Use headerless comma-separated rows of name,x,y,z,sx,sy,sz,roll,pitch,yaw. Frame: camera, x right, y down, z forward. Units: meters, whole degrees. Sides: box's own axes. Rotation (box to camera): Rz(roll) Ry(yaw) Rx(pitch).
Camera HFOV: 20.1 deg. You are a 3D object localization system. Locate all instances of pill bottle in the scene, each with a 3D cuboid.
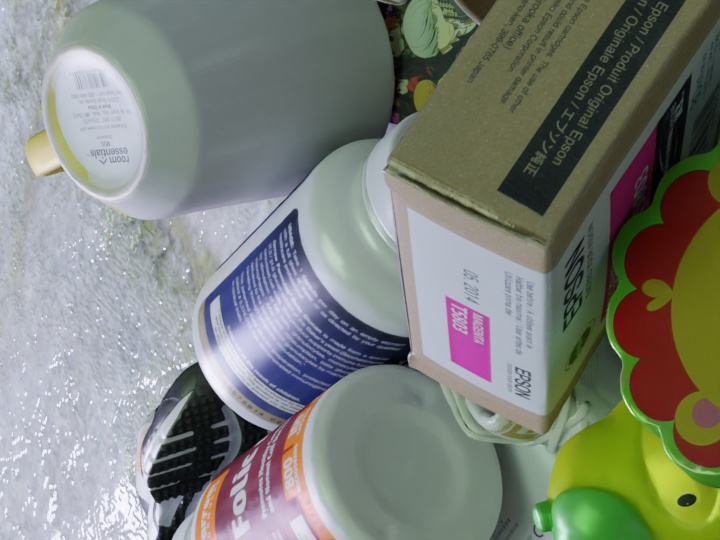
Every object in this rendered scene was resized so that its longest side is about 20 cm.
pill bottle,0.000,0.000,1.079,0.200,0.111,0.112,-43,63,48
pill bottle,-0.022,0.138,1.092,0.200,0.114,0.115,-40,64,50

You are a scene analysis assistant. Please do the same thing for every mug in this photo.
mug,-0.092,-0.085,1.092,0.149,0.153,0.187,46,133,19

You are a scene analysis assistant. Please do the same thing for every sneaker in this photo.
sneaker,0.107,0.084,0.980,0.200,0.115,0.074,53,127,28
sneaker,-0.106,0.101,1.215,0.200,0.073,0.080,111,144,-55

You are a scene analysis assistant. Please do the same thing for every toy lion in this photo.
toy lion,0.193,-0.007,0.767,0.191,0.069,0.201,11,78,26

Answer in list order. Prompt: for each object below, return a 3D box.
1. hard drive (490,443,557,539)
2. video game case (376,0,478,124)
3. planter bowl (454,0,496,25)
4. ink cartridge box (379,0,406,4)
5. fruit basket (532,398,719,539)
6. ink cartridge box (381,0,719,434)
hard drive,0.109,0.181,1.051,0.200,0.027,0.132,53,129,31
video game case,0.065,-0.167,1.061,0.181,0.036,0.201,20,108,46
planter bowl,0.140,-0.185,0.883,0.200,0.200,0.135,-15,55,47
ink cartridge box,0.038,-0.240,0.940,0.043,0.198,0.201,17,110,-1
fruit basket,0.178,0.070,0.837,0.155,0.215,0.217,-36,68,43
ink cartridge box,0.087,-0.045,0.836,0.075,0.165,0.200,28,161,15
